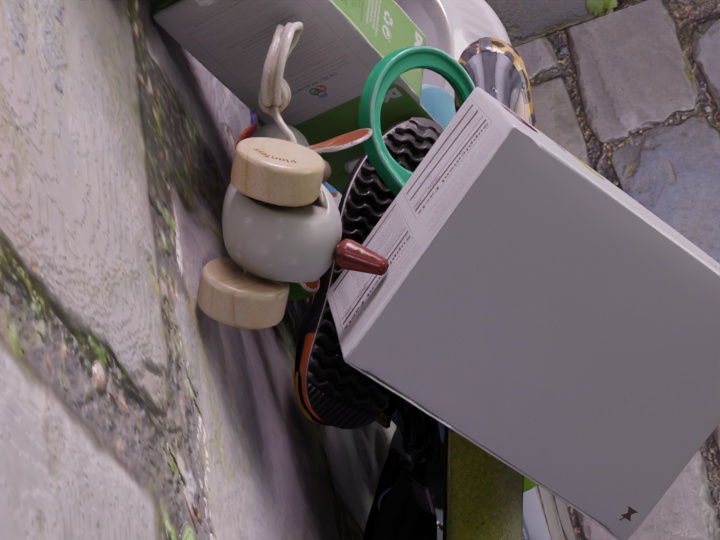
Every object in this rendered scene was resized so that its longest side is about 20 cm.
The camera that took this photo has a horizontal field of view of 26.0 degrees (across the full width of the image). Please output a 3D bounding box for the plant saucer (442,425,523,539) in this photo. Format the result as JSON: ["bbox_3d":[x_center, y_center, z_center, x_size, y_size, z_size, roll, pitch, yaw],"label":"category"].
[{"bbox_3d":[0.077,0.165,1.007,0.200,0.047,0.202,-74,164,-79],"label":"plant saucer"}]

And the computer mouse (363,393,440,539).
[{"bbox_3d":[0.017,0.146,1.025,0.141,0.045,0.202,-112,-162,-57],"label":"computer mouse"}]

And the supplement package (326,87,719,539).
[{"bbox_3d":[0.107,0.023,0.882,0.199,0.156,0.111,34,11,-15],"label":"supplement package"}]

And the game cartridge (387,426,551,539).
[{"bbox_3d":[0.085,0.189,1.225,0.132,0.041,0.201,27,24,-20],"label":"game cartridge"}]

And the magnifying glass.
[{"bbox_3d":[0.050,-0.035,0.940,0.022,0.079,0.202,9,-65,60],"label":"magnifying glass"}]

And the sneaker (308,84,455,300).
[{"bbox_3d":[0.013,-0.028,1.122,0.079,0.130,0.202,20,69,-28],"label":"sneaker"}]

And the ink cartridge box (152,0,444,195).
[{"bbox_3d":[-0.026,-0.138,0.989,0.200,0.103,0.060,42,41,-37],"label":"ink cartridge box"}]

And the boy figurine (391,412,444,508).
[{"bbox_3d":[0.038,0.090,1.223,0.123,0.065,0.201,16,31,-30],"label":"boy figurine"}]

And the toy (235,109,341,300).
[{"bbox_3d":[-0.053,-0.072,1.060,0.115,0.047,0.202,43,36,-50],"label":"toy"}]

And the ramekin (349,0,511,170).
[{"bbox_3d":[0.018,-0.152,1.241,0.094,0.201,0.204,25,47,-63],"label":"ramekin"}]

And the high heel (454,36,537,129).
[{"bbox_3d":[0.100,-0.056,1.086,0.143,0.071,0.202,-86,170,-56],"label":"high heel"}]

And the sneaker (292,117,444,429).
[{"bbox_3d":[0.000,0.000,0.983,0.090,0.069,0.202,-12,-122,70],"label":"sneaker"}]

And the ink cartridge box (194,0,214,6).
[{"bbox_3d":[-0.110,-0.271,0.879,0.144,0.083,0.201,40,27,-38],"label":"ink cartridge box"}]

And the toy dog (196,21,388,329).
[{"bbox_3d":[-0.028,-0.038,0.888,0.201,0.095,0.133,-78,-174,-50],"label":"toy dog"}]

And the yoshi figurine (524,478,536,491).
[{"bbox_3d":[0.099,0.093,1.155,0.200,0.111,0.113,-116,-174,-64],"label":"yoshi figurine"}]
